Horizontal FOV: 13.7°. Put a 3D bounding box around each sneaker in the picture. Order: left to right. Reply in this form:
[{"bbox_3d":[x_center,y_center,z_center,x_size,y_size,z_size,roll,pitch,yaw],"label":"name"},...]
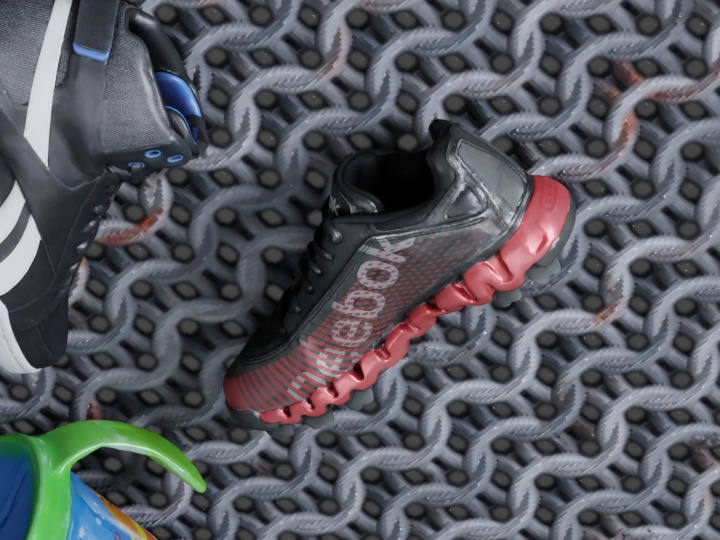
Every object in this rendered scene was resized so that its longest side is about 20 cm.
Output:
[{"bbox_3d":[-0.123,-0.035,1.382,0.111,0.073,0.201,1,124,7],"label":"sneaker"},{"bbox_3d":[0.000,0.000,1.395,0.200,0.071,0.098,-36,115,24],"label":"sneaker"}]

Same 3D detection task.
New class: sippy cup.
[{"bbox_3d":[-0.150,0.170,1.502,0.130,0.140,0.178,33,135,-28],"label":"sippy cup"}]
